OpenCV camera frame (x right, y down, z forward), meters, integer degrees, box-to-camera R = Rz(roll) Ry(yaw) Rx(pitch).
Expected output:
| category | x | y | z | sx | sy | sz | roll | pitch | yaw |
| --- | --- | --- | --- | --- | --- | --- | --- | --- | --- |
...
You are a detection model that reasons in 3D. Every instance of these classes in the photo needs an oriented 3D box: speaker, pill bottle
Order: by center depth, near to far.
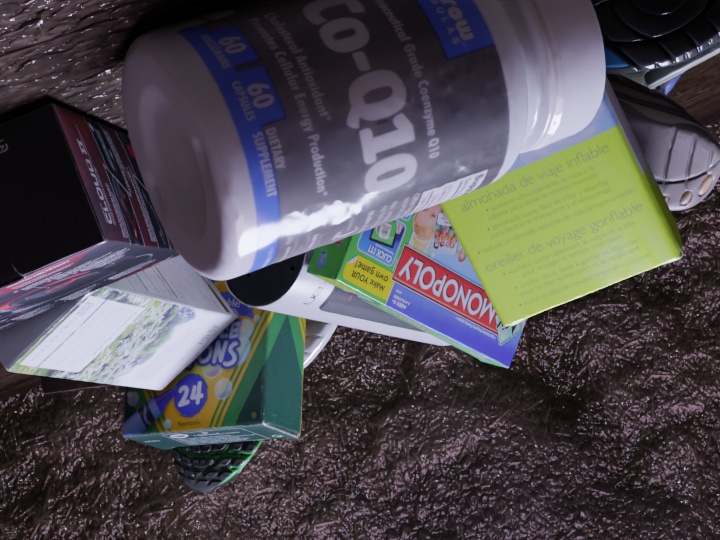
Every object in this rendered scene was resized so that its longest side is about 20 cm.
| category | x | y | z | sx | sy | sz | roll | pitch | yaw |
| --- | --- | --- | --- | --- | --- | --- | --- | --- | --- |
| pill bottle | 0.004 | -0.079 | 0.692 | 0.200 | 0.114 | 0.114 | -21 | 177 | -23 |
| speaker | 0.000 | 0.000 | 1.042 | 0.081 | 0.081 | 0.200 | -24 | 155 | 36 |

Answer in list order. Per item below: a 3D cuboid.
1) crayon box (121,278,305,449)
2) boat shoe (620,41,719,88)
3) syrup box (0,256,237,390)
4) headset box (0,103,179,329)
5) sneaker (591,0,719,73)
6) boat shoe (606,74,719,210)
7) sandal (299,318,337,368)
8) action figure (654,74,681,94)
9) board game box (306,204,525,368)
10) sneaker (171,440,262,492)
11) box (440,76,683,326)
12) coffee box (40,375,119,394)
| category | x | y | z | sx | sy | sz | roll | pitch | yaw |
| --- | --- | --- | --- | --- | --- | --- | --- | --- | --- |
| crayon box | -0.104 | 0.024 | 1.109 | 0.125 | 0.201 | 0.052 | -9 | 159 | 30 |
| boat shoe | 0.172 | -0.137 | 1.029 | 0.200 | 0.062 | 0.072 | -34 | 166 | -1 |
| syrup box | -0.169 | 0.018 | 0.991 | 0.079 | 0.081 | 0.200 | -43 | 162 | 11 |
| headset box | -0.189 | -0.017 | 0.784 | 0.148 | 0.075 | 0.200 | -22 | 177 | 5 |
| sneaker | 0.211 | -0.171 | 0.942 | 0.200 | 0.073 | 0.082 | -21 | 180 | 0 |
| boat shoe | 0.133 | -0.100 | 0.971 | 0.075 | 0.200 | 0.073 | -61 | -167 | 26 |
| sandal | -0.023 | -0.009 | 1.132 | 0.082 | 0.203 | 0.050 | 17 | 173 | 39 |
| action figure | 0.170 | -0.125 | 1.268 | 0.200 | 0.105 | 0.193 | -47 | -178 | -22 |
| board game box | 0.059 | -0.027 | 1.016 | 0.029 | 0.135 | 0.200 | 14 | 171 | 42 |
| sneaker | -0.091 | 0.093 | 1.247 | 0.078 | 0.200 | 0.085 | 17 | 154 | 14 |
| box | 0.099 | -0.076 | 0.915 | 0.122 | 0.200 | 0.048 | -23 | -159 | 17 |
| coffee box | -0.182 | 0.027 | 1.219 | 0.080 | 0.113 | 0.200 | -8 | -179 | 17 |
